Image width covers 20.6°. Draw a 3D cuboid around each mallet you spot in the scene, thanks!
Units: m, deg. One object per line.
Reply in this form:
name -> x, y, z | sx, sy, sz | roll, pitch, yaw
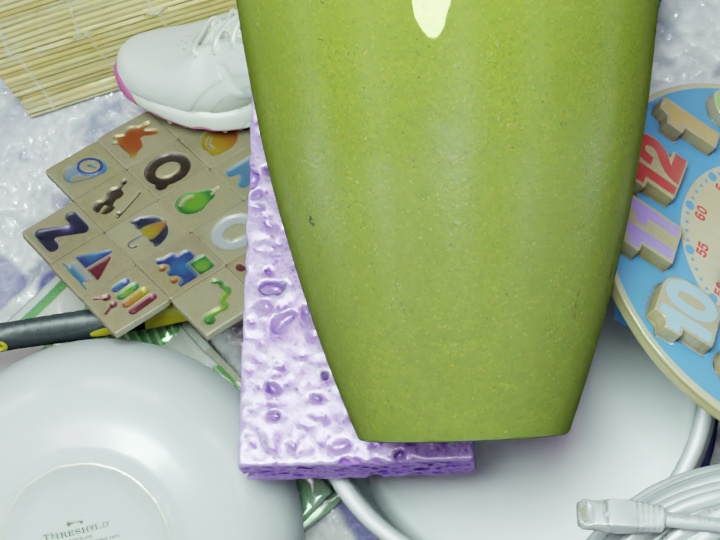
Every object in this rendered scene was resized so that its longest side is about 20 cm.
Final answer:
mallet -> -0.103, 0.029, 1.030 | 0.200, 0.066, 0.041 | -13, 51, 3

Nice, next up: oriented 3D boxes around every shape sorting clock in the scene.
shape sorting clock -> 0.197, -0.005, 0.943 | 0.200, 0.039, 0.200 | 12, 55, -18

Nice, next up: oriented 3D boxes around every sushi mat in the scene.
sushi mat -> -0.110, -0.146, 1.084 | 0.200, 0.096, 0.012 | -16, 48, 7

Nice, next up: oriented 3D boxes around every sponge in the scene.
sponge -> 0.000, 0.000, 0.956 | 0.111, 0.030, 0.200 | -1, 72, 5

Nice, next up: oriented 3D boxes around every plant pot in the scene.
plant pot -> 0.042, -0.027, 0.866 | 0.187, 0.187, 0.200 | -3, 87, 11

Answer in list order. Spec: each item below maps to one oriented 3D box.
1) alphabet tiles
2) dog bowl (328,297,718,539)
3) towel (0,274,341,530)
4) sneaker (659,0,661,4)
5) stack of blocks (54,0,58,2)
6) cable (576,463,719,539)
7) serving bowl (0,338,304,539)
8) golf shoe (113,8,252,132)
alphabet tiles -> -0.069, -0.043, 1.038 | 0.200, 0.006, 0.166 | -33, 48, -19
dog bowl -> 0.077, 0.060, 0.984 | 0.200, 0.079, 0.200 | -4, 72, 12
towel -> -0.125, 0.095, 1.048 | 0.153, 0.023, 0.200 | -43, 71, -2
sneaker -> 0.082, -0.189, 1.056 | 0.200, 0.084, 0.121 | 32, 87, 12
stack of blocks -> -0.162, -0.195, 1.126 | 0.200, 0.059, 0.115 | -17, 70, 7
cable -> 0.177, 0.186, 0.890 | 0.200, 0.069, 0.200 | -4, 96, -7
serving bowl -> -0.129, 0.135, 0.975 | 0.200, 0.066, 0.200 | 0, 90, 3
golf shoe -> -0.040, -0.122, 1.040 | 0.200, 0.092, 0.075 | 2, 47, 17
